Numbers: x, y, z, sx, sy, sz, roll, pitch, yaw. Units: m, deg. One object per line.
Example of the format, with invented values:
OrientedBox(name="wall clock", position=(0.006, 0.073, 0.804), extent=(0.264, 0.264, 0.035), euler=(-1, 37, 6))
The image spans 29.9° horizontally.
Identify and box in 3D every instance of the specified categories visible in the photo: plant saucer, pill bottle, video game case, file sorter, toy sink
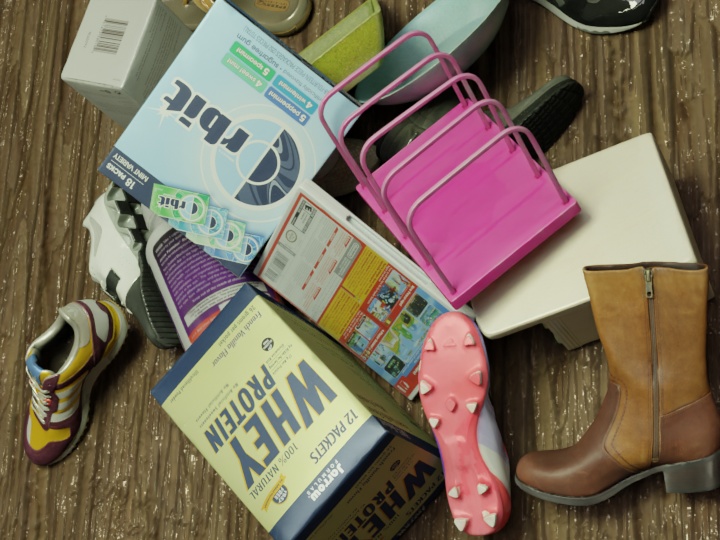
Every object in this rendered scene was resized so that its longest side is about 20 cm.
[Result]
OrientedBox(name="plant saucer", position=(-0.047, -0.196, 1.380), extent=(0.199, 0.200, 0.048), euler=(-37, 103, 9))
OrientedBox(name="pill bottle", position=(-0.153, 0.002, 1.374), extent=(0.111, 0.111, 0.201), euler=(-32, 63, 10))
OrientedBox(name="video game case", position=(0.000, 0.021, 1.256), extent=(0.199, 0.143, 0.017), euler=(39, 49, 5))
OrientedBox(name="plant saucer", position=(0.082, -0.223, 1.346), extent=(0.200, 0.039, 0.202), euler=(-37, 21, 16))
OrientedBox(name="file sorter", position=(0.068, -0.098, 1.181), extent=(0.138, 0.126, 0.200), euler=(-37, 42, 0))
OrientedBox(name="toy sink", position=(0.201, -0.013, 1.222), extent=(0.198, 0.112, 0.132), euler=(-22, 64, 15))

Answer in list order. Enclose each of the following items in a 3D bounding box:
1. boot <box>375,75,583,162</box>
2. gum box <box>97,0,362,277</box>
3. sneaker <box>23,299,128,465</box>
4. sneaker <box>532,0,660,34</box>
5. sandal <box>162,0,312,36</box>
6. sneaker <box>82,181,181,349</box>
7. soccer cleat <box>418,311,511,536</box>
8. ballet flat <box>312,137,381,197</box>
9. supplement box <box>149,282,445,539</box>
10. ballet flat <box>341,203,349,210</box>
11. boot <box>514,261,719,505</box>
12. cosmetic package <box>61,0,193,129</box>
OrientedBox(name="boot", position=(0.112, -0.152, 1.338), extent=(0.200, 0.068, 0.131), euler=(-40, 58, 6))
OrientedBox(name="gum box", position=(-0.122, -0.125, 1.271), extent=(0.169, 0.045, 0.201), euler=(36, 100, -7))
OrientedBox(name="sneaker", position=(-0.321, 0.116, 1.400), extent=(0.075, 0.090, 0.202), euler=(34, 107, 28))
OrientedBox(name="sneaker", position=(0.199, -0.298, 1.334), extent=(0.199, 0.088, 0.076), euler=(25, 83, 28))
OrientedBox(name="sandal", position=(-0.148, -0.308, 1.510), extent=(0.198, 0.054, 0.081), euler=(12, 77, 27))
OrientedBox(name="sneaker", position=(-0.244, 0.008, 1.444), extent=(0.088, 0.074, 0.202), euler=(-38, 61, 28))
OrientedBox(name="soccer cleat", position=(0.097, 0.135, 1.200), extent=(0.066, 0.076, 0.203), euler=(-10, 92, 19))
OrientedBox(name="ballet flat", position=(-0.077, -0.110, 1.406), extent=(0.197, 0.062, 0.068), euler=(-4, 71, 22))
OrientedBox(name="supplement box", position=(-0.046, 0.147, 1.225), extent=(0.134, 0.200, 0.200), euler=(-48, 62, 3))
OrientedBox(name="ballet flat", position=(0.000, 0.000, 1.326), extent=(0.067, 0.062, 0.200), euler=(-46, 61, 3))
OrientedBox(name="boot", position=(0.210, 0.096, 1.144), extent=(0.186, 0.068, 0.202), euler=(-5, 108, 22))
OrientedBox(name="cosmetic package", position=(-0.213, -0.199, 1.419), extent=(0.084, 0.200, 0.109), euler=(12, 75, 25))
